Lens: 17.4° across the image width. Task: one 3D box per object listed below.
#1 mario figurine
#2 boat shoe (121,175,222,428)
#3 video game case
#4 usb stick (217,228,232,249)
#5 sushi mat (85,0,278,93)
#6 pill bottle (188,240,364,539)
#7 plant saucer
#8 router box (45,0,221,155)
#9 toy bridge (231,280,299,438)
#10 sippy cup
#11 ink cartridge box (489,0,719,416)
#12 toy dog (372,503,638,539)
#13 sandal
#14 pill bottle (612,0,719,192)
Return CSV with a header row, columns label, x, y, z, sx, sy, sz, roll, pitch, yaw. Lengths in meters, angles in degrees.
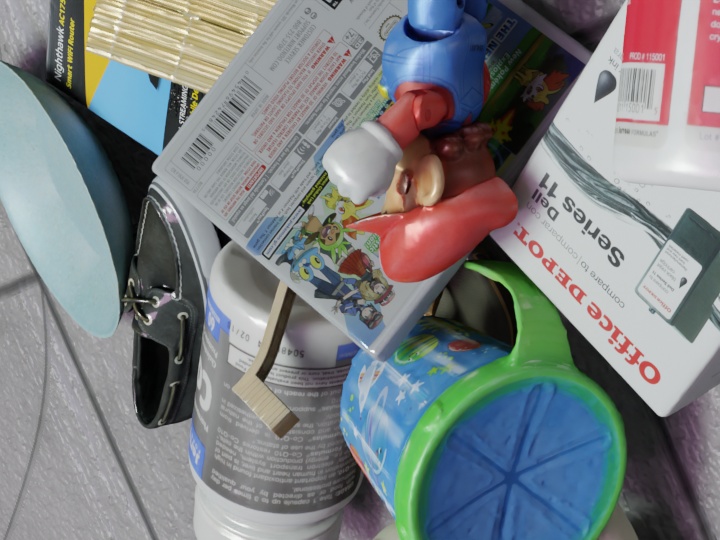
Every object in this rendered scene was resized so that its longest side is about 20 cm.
label,x,y,z,sx,sy,sz,roll,pitch,yaw
mario figurine,0.020,-0.094,1.209,0.106,0.123,0.202,15,105,57
boat shoe,-0.122,0.026,1.509,0.069,0.056,0.201,43,148,38
video game case,0.008,-0.082,1.292,0.182,0.022,0.200,39,92,25
usb stick,-0.054,-0.077,1.434,0.055,0.033,0.201,21,126,15
sushi mat,-0.063,-0.136,1.369,0.199,0.012,0.096,20,123,6
pill bottle,-0.047,0.084,1.450,0.113,0.113,0.201,32,129,30
plant saucer,-0.195,-0.054,1.561,0.201,0.039,0.202,47,152,35
router box,-0.123,-0.175,1.441,0.149,0.051,0.201,33,132,30
toy bridge,0.000,0.000,1.336,0.200,0.027,0.067,-47,71,0
sippy cup,0.056,0.090,1.289,0.140,0.178,0.130,44,177,-35
ink cartridge box,0.170,-0.046,1.189,0.147,0.083,0.200,47,137,18
toy dog,0.079,0.206,1.369,0.199,0.139,0.195,13,122,45
sandal,0.041,0.063,1.395,0.082,0.054,0.201,35,131,28
pill bottle,0.175,-0.134,1.035,0.112,0.112,0.202,9,95,42
